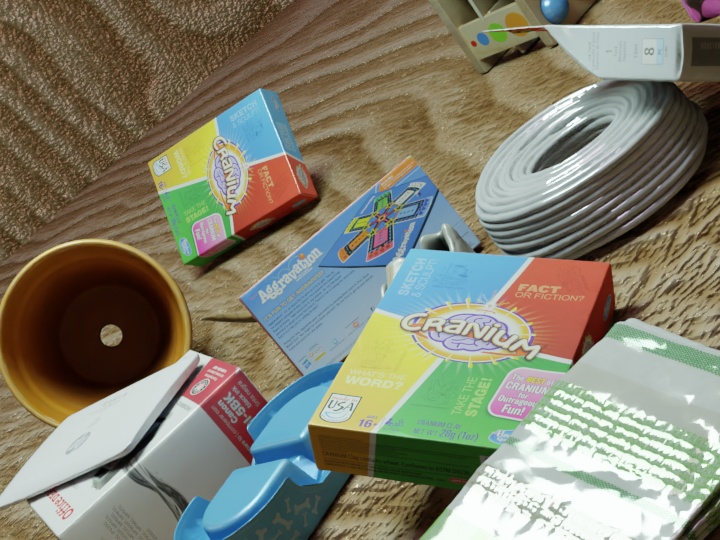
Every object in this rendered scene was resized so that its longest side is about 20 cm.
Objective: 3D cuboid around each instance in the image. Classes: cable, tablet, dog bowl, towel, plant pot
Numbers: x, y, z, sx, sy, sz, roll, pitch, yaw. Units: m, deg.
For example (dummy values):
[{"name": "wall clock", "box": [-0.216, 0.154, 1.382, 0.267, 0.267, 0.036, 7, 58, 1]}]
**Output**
[{"name": "cable", "box": [0.187, -0.087, 1.110, 0.200, 0.069, 0.200, -22, 23, 40]}, {"name": "tablet", "box": [-0.230, 0.140, 1.172, 0.200, 0.014, 0.130, -27, 19, 39]}, {"name": "dog bowl", "box": [-0.057, 0.153, 1.019, 0.111, 0.050, 0.200, -20, 25, 45]}, {"name": "towel", "box": [0.132, 0.117, 0.732, 0.200, 0.031, 0.149, -45, 32, -15]}, {"name": "plant pot", "box": [-0.279, 0.070, 1.466, 0.200, 0.200, 0.183, -39, 2, -4]}]

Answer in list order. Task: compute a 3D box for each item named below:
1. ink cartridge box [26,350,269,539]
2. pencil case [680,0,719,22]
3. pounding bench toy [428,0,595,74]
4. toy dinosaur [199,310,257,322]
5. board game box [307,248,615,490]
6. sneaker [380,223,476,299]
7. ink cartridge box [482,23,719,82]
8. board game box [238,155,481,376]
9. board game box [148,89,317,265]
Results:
[{"name": "ink cartridge box", "box": [-0.173, 0.169, 1.147, 0.200, 0.083, 0.147, -43, 18, -17]}, {"name": "pencil case", "box": [0.349, -0.244, 1.058, 0.199, 0.094, 0.091, -2, 75, 23]}, {"name": "pounding bench toy", "box": [0.215, -0.366, 1.671, 0.156, 0.124, 0.200, -13, 30, 53]}, {"name": "toy dinosaur", "box": [-0.041, 0.014, 1.243, 0.200, 0.106, 0.060, -40, 18, -4]}, {"name": "board game box", "box": [0.073, 0.061, 0.900, 0.153, 0.040, 0.200, 4, 36, 22]}, {"name": "sneaker", "box": [0.037, 0.045, 1.034, 0.076, 0.092, 0.200, -23, 23, 44]}, {"name": "ink cartridge box", "box": [0.223, -0.177, 1.098, 0.160, 0.047, 0.200, -9, 12, -41]}, {"name": "board game box", "box": [0.000, 0.000, 1.203, 0.200, 0.103, 0.019, -40, 4, -7]}, {"name": "board game box", "box": [-0.167, -0.118, 1.741, 0.200, 0.153, 0.040, -30, -17, 26]}]
